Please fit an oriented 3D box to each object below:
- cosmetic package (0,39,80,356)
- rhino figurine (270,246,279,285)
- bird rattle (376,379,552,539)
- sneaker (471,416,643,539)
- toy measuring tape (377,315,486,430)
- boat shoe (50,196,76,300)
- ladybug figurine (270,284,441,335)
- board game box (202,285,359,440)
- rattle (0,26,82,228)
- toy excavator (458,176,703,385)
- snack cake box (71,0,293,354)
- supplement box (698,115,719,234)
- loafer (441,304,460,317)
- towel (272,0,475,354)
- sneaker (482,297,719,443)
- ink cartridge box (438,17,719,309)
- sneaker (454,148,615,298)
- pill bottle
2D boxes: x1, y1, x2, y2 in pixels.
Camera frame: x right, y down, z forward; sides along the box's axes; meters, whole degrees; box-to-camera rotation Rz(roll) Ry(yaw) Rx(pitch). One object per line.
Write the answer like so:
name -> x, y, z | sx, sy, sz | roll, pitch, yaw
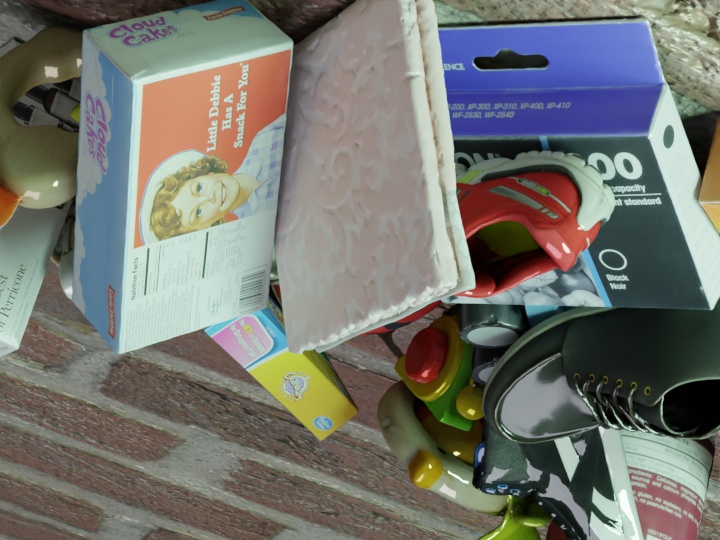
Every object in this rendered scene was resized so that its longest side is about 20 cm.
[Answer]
cosmetic package -> -0.244, -0.049, 1.387 | 0.082, 0.201, 0.051 | 26, 157, -24
rhino figurine -> -0.058, -0.035, 1.402 | 0.198, 0.088, 0.060 | 0, 173, 3
bird rattle -> 0.085, 0.130, 1.550 | 0.162, 0.201, 0.113 | 24, 122, -33
sneaker -> 0.139, 0.161, 1.449 | 0.111, 0.073, 0.201 | -12, 111, 6
toy measuring tape -> 0.058, 0.055, 1.528 | 0.073, 0.074, 0.200 | 28, -170, -27
boat shoe -> -0.194, -0.031, 1.443 | 0.200, 0.069, 0.071 | -115, 2, -72
ladybug figurine -> 0.000, 0.000, 1.503 | 0.135, 0.072, 0.200 | 27, 156, -24
board game box -> -0.087, 0.026, 1.544 | 0.040, 0.153, 0.200 | -36, 144, 4
rattle -> -0.205, -0.056, 1.317 | 0.129, 0.201, 0.143 | 21, 140, 0
toy excavator -> 0.165, -0.004, 1.377 | 0.198, 0.101, 0.195 | -3, 154, 10
snack cake box -> -0.113, -0.058, 1.254 | 0.067, 0.114, 0.201 | 43, 137, 40
supplement box -> 0.275, -0.020, 1.267 | 0.068, 0.067, 0.200 | 2, 153, 32
loafer -> 0.155, 0.057, 1.548 | 0.199, 0.070, 0.075 | 22, 178, 26
towel -> -0.001, -0.060, 1.224 | 0.032, 0.193, 0.200 | -3, 169, -30
sneaker -> 0.161, 0.077, 1.308 | 0.199, 0.107, 0.075 | -29, 118, 25
ink cartridge box -> 0.108, -0.061, 1.241 | 0.197, 0.044, 0.201 | 1, 133, 33
sneaker -> 0.057, -0.019, 1.215 | 0.199, 0.085, 0.077 | -15, 123, 43
pill bottle -> 0.212, 0.167, 1.578 | 0.113, 0.201, 0.114 | 14, 158, 6
